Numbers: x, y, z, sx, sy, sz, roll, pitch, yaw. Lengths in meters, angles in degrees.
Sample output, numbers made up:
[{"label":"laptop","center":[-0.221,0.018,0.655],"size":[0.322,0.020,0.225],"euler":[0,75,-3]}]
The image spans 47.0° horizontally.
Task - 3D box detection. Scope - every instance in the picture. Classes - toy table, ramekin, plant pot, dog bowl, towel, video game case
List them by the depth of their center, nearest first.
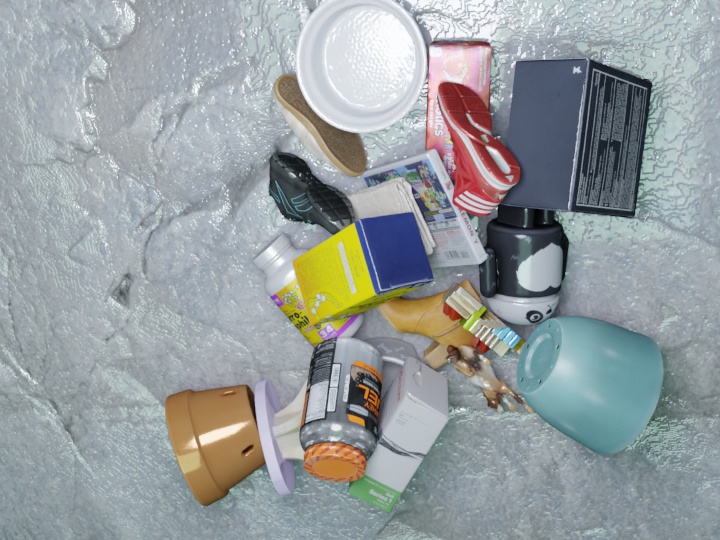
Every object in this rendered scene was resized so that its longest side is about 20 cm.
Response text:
[{"label":"ramekin","center":[0.009,-0.317,1.250],"size":[0.197,0.098,0.203],"euler":[4,109,12]},{"label":"video game case","center":[0.094,-0.088,1.287],"size":[0.023,0.199,0.184],"euler":[-34,104,-26]},{"label":"plant pot","center":[0.343,0.163,1.297],"size":[0.159,0.201,0.202],"euler":[25,110,-14]},{"label":"towel","center":[0.028,-0.069,1.321],"size":[0.199,0.034,0.134],"euler":[-10,108,49]},{"label":"toy table","center":[-0.105,0.275,1.433],"size":[0.116,0.184,0.203],"euler":[-16,75,6]},{"label":"dog bowl","center":[0.042,0.220,1.448],"size":[0.197,0.059,0.203],"euler":[2,108,7]},{"label":"plant pot","center":[-0.239,0.291,1.451],"size":[0.138,0.200,0.202],"euler":[-20,105,-3]}]

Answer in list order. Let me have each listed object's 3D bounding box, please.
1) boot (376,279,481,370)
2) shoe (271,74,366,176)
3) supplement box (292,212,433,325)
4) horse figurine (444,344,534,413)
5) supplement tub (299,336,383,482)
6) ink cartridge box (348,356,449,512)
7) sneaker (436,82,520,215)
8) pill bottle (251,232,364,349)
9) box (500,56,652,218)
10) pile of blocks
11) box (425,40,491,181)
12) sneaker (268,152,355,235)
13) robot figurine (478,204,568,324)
[{"label":"boot","center":[0.122,0.058,1.384],"size":[0.144,0.071,0.201],"euler":[-41,104,12]},{"label":"shoe","center":[-0.068,-0.227,1.324],"size":[0.200,0.070,0.053],"euler":[47,150,-13]},{"label":"supplement box","center":[0.000,0.000,1.264],"size":[0.199,0.108,0.111],"euler":[-28,77,52]},{"label":"horse figurine","center":[0.201,0.174,1.358],"size":[0.200,0.132,0.050],"euler":[43,85,-24]},{"label":"supplement tub","center":[-0.030,0.217,1.297],"size":[0.121,0.202,0.123],"euler":[4,144,3]},{"label":"ink cartridge box","center":[0.063,0.264,1.351],"size":[0.084,0.146,0.201],"euler":[28,110,-5]},{"label":"sneaker","center":[0.141,-0.163,1.169],"size":[0.077,0.202,0.116],"euler":[-2,144,-27]},{"label":"pill bottle","center":[-0.091,0.036,1.382],"size":[0.104,0.104,0.200],"euler":[-38,99,17]},{"label":"box","center":[0.306,-0.184,1.173],"size":[0.122,0.197,0.203],"euler":[11,97,42]},{"label":"pile of blocks","center":[0.198,0.098,1.321],"size":[0.199,0.082,0.062],"euler":[38,95,-29]},{"label":"box","center":[0.148,-0.244,1.259],"size":[0.094,0.100,0.203],"euler":[2,108,6]},{"label":"sneaker","center":[-0.081,-0.108,1.324],"size":[0.200,0.075,0.080],"euler":[46,127,32]},{"label":"robot figurine","center":[0.258,-0.015,1.303],"size":[0.148,0.125,0.203],"euler":[1,105,6]}]
